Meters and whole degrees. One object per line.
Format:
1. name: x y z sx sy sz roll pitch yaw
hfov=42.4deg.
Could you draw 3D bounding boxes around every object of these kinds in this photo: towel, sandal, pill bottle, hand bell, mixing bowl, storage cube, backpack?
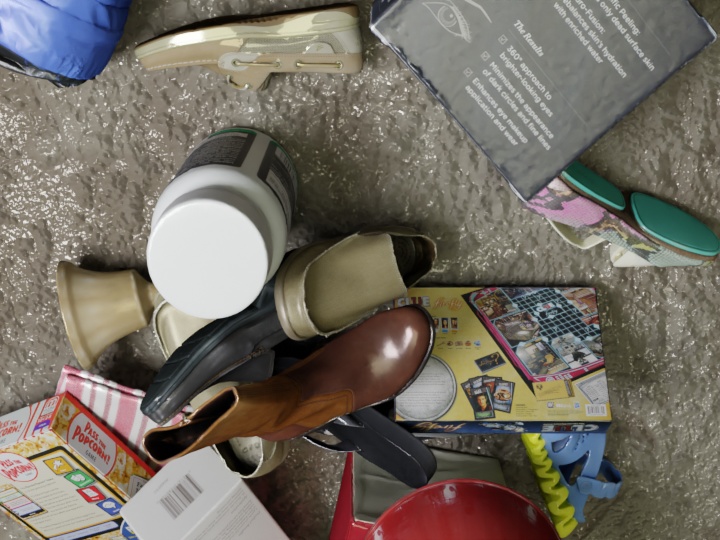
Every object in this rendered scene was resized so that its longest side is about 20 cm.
1. towel: -0.211 0.164 0.934 0.197 0.030 0.147 19 139 -10
2. sandal: 0.209 0.174 0.942 0.086 0.080 0.203 -21 118 4
3. pill bottle: -0.114 -0.044 0.786 0.111 0.201 0.115 0 111 1
4. hand bell: -0.177 0.018 0.887 0.196 0.104 0.106 -14 112 -6
5. sandal: -0.022 0.141 0.857 0.198 0.043 0.077 27 145 27
6. mixing bowl: 0.090 0.291 0.778 0.196 0.108 0.205 0 99 -1
7. storage cube: 0.053 0.295 0.926 0.167 0.200 0.183 11 106 -3
8. backpack: -0.272 -0.249 0.728 0.198 0.163 0.169 32 106 -10

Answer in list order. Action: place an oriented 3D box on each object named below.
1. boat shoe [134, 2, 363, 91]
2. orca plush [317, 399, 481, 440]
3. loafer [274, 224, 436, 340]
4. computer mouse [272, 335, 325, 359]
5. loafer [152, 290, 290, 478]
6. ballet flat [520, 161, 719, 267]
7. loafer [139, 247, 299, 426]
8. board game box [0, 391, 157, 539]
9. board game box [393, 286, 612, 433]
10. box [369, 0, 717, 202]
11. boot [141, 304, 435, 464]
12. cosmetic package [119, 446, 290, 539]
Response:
1. boat shoe: -0.095 -0.185 0.801 0.196 0.072 0.066 -8 111 -2
2. orca plush: 0.045 0.130 0.944 0.196 0.073 0.105 -7 157 14
3. loafer: 0.000 0.000 0.807 0.067 0.199 0.077 -10 105 37
4. computer mouse: -0.093 0.042 0.898 0.139 0.046 0.201 21 121 -26
5. loafer: -0.125 0.101 0.840 0.075 0.068 0.202 -28 100 10
6. ballet flat: 0.234 -0.043 0.855 0.197 0.070 0.072 23 129 -15
7. loafer: -0.098 0.066 0.786 0.200 0.072 0.073 -43 104 -26
8. board game box: -0.289 0.218 0.933 0.149 0.047 0.201 -20 127 23
9. board game box: 0.129 0.083 0.875 0.195 0.138 0.035 0 152 1
10. box: 0.142 -0.205 0.762 0.199 0.118 0.197 -40 107 17
11. boot: -0.049 0.084 0.733 0.186 0.199 0.070 -28 74 24
12. cosmetic package: -0.136 0.272 0.921 0.107 0.084 0.202 -42 137 -18
